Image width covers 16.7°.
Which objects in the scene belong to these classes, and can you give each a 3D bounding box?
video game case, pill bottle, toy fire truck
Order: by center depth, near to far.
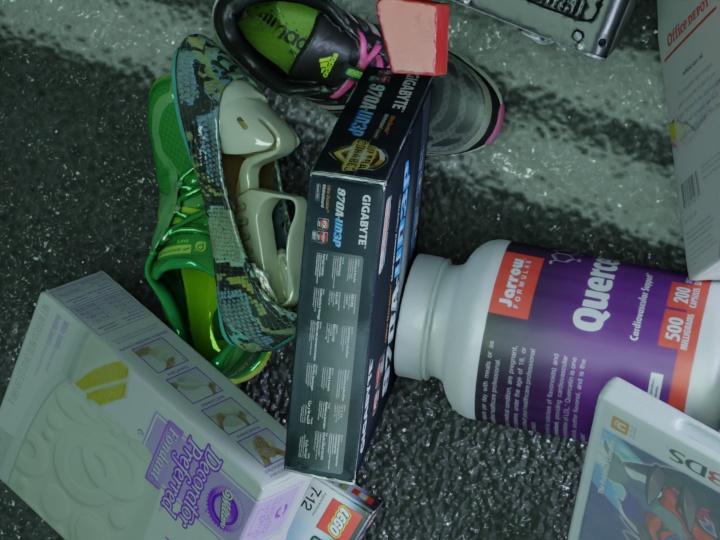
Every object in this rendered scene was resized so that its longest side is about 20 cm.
[{"bbox_3d":[0.080,-0.211,1.379,0.141,0.049,0.200,0,95,11],"label":"toy fire truck"},{"bbox_3d":[0.209,0.169,1.445,0.182,0.023,0.200,29,145,19],"label":"video game case"},{"bbox_3d":[0.126,0.045,1.484,0.200,0.112,0.113,11,98,9],"label":"pill bottle"}]

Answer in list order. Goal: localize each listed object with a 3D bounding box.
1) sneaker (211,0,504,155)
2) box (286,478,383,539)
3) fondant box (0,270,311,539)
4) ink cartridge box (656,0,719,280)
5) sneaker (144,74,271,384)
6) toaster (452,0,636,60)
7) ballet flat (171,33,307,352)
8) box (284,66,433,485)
[{"bbox_3d":[-0.008,-0.125,1.505,0.200,0.087,0.074,27,100,7],"label":"sneaker"},{"bbox_3d":[-0.082,0.206,1.580,0.110,0.035,0.200,31,100,6],"label":"box"},{"bbox_3d":[-0.134,0.118,1.517,0.200,0.058,0.144,38,125,22],"label":"fondant box"},{"bbox_3d":[0.227,-0.105,1.427,0.067,0.116,0.200,-3,77,-13],"label":"ink cartridge box"},{"bbox_3d":[-0.095,-0.026,1.533,0.074,0.084,0.200,-10,93,16],"label":"sneaker"},{"bbox_3d":[0.100,-0.244,1.457,0.181,0.119,0.200,22,99,7],"label":"toaster"},{"bbox_3d":[-0.062,-0.052,1.487,0.074,0.074,0.200,-13,89,12],"label":"ballet flat"},{"bbox_3d":[0.000,0.000,1.444,0.046,0.159,0.200,10,117,8],"label":"box"}]
